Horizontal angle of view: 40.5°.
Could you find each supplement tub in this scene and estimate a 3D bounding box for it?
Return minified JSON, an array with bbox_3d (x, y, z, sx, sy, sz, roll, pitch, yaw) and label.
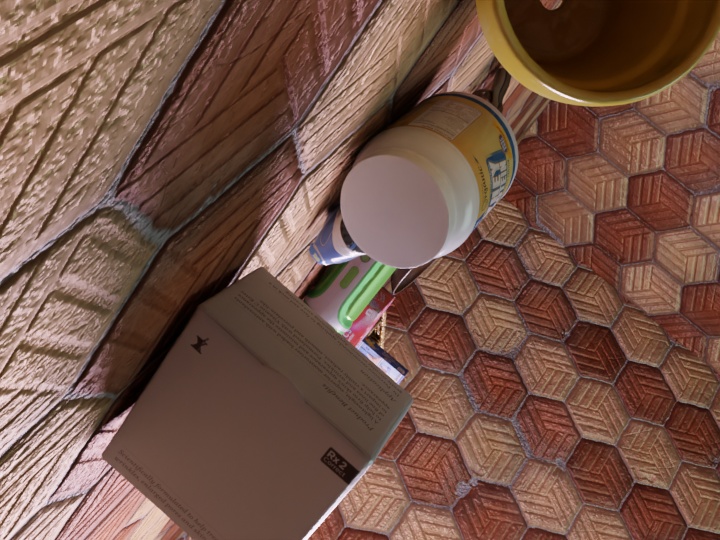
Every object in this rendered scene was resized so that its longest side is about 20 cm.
[{"bbox_3d":[0.076,-0.099,1.053,0.145,0.144,0.200,-54,174,37],"label":"supplement tub"}]

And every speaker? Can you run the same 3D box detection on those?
[{"bbox_3d":[0.000,0.000,1.446,0.200,0.088,0.088,-51,175,7],"label":"speaker"}]

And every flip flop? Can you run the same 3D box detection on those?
[{"bbox_3d":[0.186,-0.251,1.498,0.081,0.057,0.201,117,-2,-48],"label":"flip flop"}]

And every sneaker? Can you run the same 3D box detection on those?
[{"bbox_3d":[0.004,-0.071,1.146,0.077,0.076,0.200,-27,-170,36],"label":"sneaker"}]

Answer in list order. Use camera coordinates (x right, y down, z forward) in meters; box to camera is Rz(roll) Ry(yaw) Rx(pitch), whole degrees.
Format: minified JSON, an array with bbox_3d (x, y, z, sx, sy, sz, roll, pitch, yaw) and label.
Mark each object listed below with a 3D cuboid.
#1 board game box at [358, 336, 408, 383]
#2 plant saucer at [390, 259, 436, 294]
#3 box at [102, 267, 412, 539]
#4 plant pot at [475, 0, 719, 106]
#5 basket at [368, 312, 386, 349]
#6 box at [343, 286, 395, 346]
[{"bbox_3d":[-0.019,0.190,1.976,0.136,0.200,0.034,-52,175,24],"label":"board game box"},{"bbox_3d":[0.116,-0.040,1.669,0.200,0.037,0.200,-44,172,-8],"label":"plant saucer"},{"bbox_3d":[-0.094,0.145,0.906,0.200,0.199,0.131,-52,174,25],"label":"box"},{"bbox_3d":[0.188,-0.246,0.852,0.201,0.200,0.189,-51,-169,4],"label":"plant pot"},{"bbox_3d":[0.002,0.141,2.108,0.143,0.149,0.200,-52,174,20],"label":"basket"},{"bbox_3d":[-0.045,0.098,1.663,0.201,0.102,0.095,-54,174,24],"label":"box"}]
